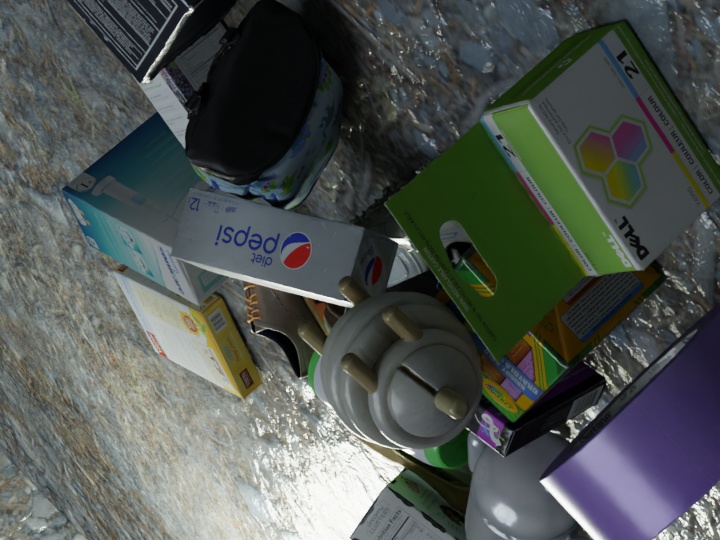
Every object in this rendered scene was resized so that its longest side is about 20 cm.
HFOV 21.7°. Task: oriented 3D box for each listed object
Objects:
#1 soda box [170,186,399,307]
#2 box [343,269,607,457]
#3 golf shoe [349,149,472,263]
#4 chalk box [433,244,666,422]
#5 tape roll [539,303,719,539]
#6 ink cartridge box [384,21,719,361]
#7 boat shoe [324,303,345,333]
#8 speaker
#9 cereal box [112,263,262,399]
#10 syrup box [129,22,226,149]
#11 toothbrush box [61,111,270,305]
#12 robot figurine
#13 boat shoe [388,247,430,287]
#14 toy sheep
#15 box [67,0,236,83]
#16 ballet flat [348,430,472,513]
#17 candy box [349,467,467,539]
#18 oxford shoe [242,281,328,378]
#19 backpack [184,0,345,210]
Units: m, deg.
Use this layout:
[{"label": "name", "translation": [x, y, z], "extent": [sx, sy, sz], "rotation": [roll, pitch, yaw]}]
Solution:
[{"label": "soda box", "translation": [-0.069, -0.018, 1.664], "extent": [0.199, 0.069, 0.063], "rotation": [13, 175, 33]}, {"label": "box", "translation": [0.099, 0.075, 1.666], "extent": [0.200, 0.143, 0.036], "rotation": [38, 128, 27]}, {"label": "golf shoe", "translation": [0.053, -0.034, 1.663], "extent": [0.097, 0.078, 0.200], "rotation": [49, 158, -8]}, {"label": "chalk box", "translation": [0.139, 0.032, 1.549], "extent": [0.124, 0.125, 0.200], "rotation": [46, 158, 8]}, {"label": "tape roll", "translation": [0.234, 0.119, 1.415], "extent": [0.085, 0.200, 0.200], "rotation": [47, 157, 5]}, {"label": "ink cartridge box", "translation": [0.140, -0.053, 1.316], "extent": [0.148, 0.200, 0.076], "rotation": [54, 156, -13]}, {"label": "boat shoe", "translation": [0.043, 0.052, 1.836], "extent": [0.202, 0.075, 0.075], "rotation": [22, 132, 37]}, {"label": "speaker", "translation": [0.037, 0.131, 1.932], "extent": [0.199, 0.088, 0.089], "rotation": [26, 148, 42]}, {"label": "cereal box", "translation": [-0.217, 0.069, 2.350], "extent": [0.199, 0.039, 0.144], "rotation": [24, 146, 46]}, {"label": "syrup box", "translation": [-0.171, -0.203, 1.794], "extent": [0.200, 0.081, 0.079], "rotation": [54, 155, -15]}, {"label": "toothbrush box", "translation": [-0.189, -0.069, 1.953], "extent": [0.199, 0.146, 0.086], "rotation": [24, 147, 43]}, {"label": "robot figurine", "translation": [0.160, 0.225, 1.821], "extent": [0.170, 0.113, 0.200], "rotation": [45, 157, 21]}, {"label": "boat shoe", "translation": [-0.001, -0.001, 1.813], "extent": [0.070, 0.071, 0.200], "rotation": [56, 156, -16]}, {"label": "toy sheep", "translation": [0.031, 0.079, 1.493], "extent": [0.138, 0.137, 0.200], "rotation": [61, 171, -26]}, {"label": "box", "translation": [-0.192, -0.298, 1.631], "extent": [0.200, 0.123, 0.198], "rotation": [49, 158, -3]}, {"label": "ballet flat", "translation": [0.063, 0.180, 2.001], "extent": [0.199, 0.069, 0.063], "rotation": [34, 145, 11]}, {"label": "candy box", "translation": [0.097, 0.300, 1.973], "extent": [0.200, 0.072, 0.168], "rotation": [36, -173, 7]}, {"label": "oxford shoe", "translation": [-0.098, 0.025, 2.026], "extent": [0.200, 0.073, 0.071], "rotation": [51, 157, -5]}, {"label": "backpack", "translation": [-0.085, -0.130, 1.665], "extent": [0.153, 0.164, 0.200], "rotation": [27, 168, -11]}]
